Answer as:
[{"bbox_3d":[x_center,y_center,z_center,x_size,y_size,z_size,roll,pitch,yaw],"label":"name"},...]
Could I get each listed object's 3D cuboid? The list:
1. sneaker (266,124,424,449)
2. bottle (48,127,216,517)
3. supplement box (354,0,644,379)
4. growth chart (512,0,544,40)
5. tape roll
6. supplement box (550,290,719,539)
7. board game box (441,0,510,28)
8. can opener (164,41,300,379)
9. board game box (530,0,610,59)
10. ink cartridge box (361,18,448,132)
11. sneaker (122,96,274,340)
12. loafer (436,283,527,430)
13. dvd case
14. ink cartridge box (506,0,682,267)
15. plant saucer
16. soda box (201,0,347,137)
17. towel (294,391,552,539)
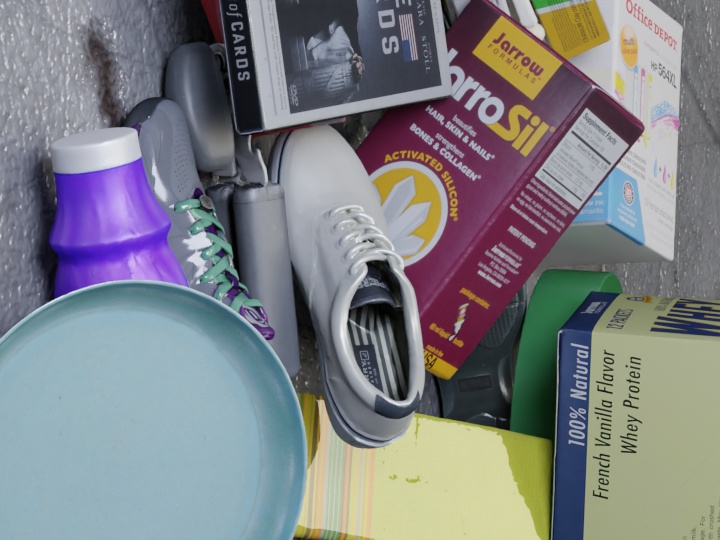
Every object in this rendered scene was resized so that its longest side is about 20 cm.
[{"bbox_3d":[0.000,0.000,1.631,0.073,0.071,0.201,-9,74,-28],"label":"sneaker"},{"bbox_3d":[-0.123,0.027,1.474,0.065,0.083,0.202,-16,103,-28],"label":"bottle"},{"bbox_3d":[0.062,-0.050,1.714,0.200,0.110,0.086,-52,150,4],"label":"supplement box"},{"bbox_3d":[0.078,-0.228,1.839,0.200,0.018,0.145,-113,178,-68],"label":"growth chart"},{"bbox_3d":[0.144,0.100,1.927,0.200,0.048,0.202,3,90,-75],"label":"tape roll"},{"bbox_3d":[0.228,0.127,1.765,0.134,0.198,0.202,-36,128,-73],"label":"supplement box"},{"bbox_3d":[0.068,-0.182,1.814,0.200,0.034,0.127,64,3,-60],"label":"board game box"},{"bbox_3d":[-0.080,-0.032,1.619,0.067,0.053,0.202,-10,98,-35],"label":"can opener"},{"bbox_3d":[0.100,-0.255,1.886,0.201,0.040,0.154,-111,176,-52],"label":"board game box"},{"bbox_3d":[-0.007,-0.170,1.768,0.201,0.048,0.146,68,33,-40],"label":"ink cartridge box"},{"bbox_3d":[-0.083,0.004,1.549,0.074,0.087,0.202,-5,93,-63],"label":"sneaker"},{"bbox_3d":[0.080,0.049,1.915,0.063,0.071,0.202,-71,159,-72],"label":"loafer"},{"bbox_3d":[-0.016,-0.162,1.594,0.200,0.025,0.152,-16,99,-55],"label":"dvd case"},{"bbox_3d":[0.146,-0.114,1.980,0.128,0.124,0.202,25,66,-60],"label":"ink cartridge box"},{"bbox_3d":[-0.122,0.103,1.424,0.199,0.027,0.202,-4,99,-25],"label":"plant saucer"},{"bbox_3d":[-0.056,-0.182,1.623,0.063,0.070,0.201,-51,126,-53],"label":"soda box"},{"bbox_3d":[0.027,0.129,1.709,0.199,0.018,0.087,11,74,-25],"label":"towel"}]
